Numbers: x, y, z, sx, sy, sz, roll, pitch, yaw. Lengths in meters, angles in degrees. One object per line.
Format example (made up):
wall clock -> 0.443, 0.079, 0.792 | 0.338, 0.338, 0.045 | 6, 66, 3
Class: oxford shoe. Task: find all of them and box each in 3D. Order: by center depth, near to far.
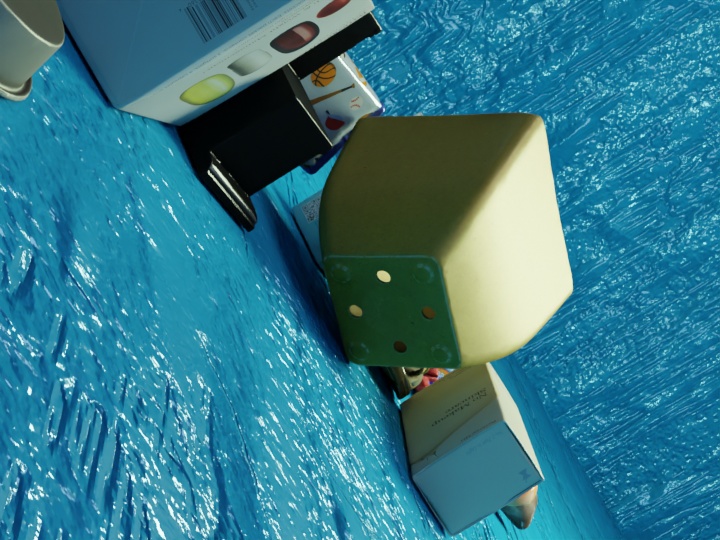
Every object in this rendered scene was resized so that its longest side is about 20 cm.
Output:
oxford shoe -> 0.163, 0.226, 2.018 | 0.201, 0.071, 0.073 | -105, -177, -53

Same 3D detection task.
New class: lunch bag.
lunch bag -> -0.096, -0.215, 1.653 | 0.170, 0.124, 0.200 | 50, 1, -45

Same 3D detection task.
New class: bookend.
bookend -> -0.061, -0.174, 1.402 | 0.092, 0.199, 0.199 | 50, 10, -52

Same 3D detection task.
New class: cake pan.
cake pan -> -0.223, -0.186, 0.906 | 0.201, 0.037, 0.200 | 58, 7, -11

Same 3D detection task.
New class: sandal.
sandal -> 0.046, 0.085, 1.721 | 0.081, 0.054, 0.200 | 60, 6, 7

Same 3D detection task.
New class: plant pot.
plant pot -> 0.063, -0.011, 1.551 | 0.200, 0.193, 0.197 | -53, 137, -50

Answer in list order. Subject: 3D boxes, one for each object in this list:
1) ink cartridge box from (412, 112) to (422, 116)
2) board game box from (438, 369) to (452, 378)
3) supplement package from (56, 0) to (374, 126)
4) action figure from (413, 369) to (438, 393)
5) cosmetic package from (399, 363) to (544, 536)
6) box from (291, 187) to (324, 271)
ink cartridge box -> 0.087, -0.112, 2.554 | 0.145, 0.145, 0.200 | 63, 8, 28
board game box -> 0.059, 0.061, 1.983 | 0.153, 0.045, 0.200 | 62, 7, 25
supplement package -> -0.111, -0.219, 1.239 | 0.148, 0.190, 0.200 | 60, 7, 2
action figure -> 0.100, 0.168, 1.814 | 0.065, 0.052, 0.201 | 48, 10, -45
cosmetic package -> 0.101, 0.160, 1.587 | 0.073, 0.103, 0.200 | 57, 5, -12
box -> 0.000, 0.000, 1.769 | 0.200, 0.049, 0.083 | 52, 10, -52
